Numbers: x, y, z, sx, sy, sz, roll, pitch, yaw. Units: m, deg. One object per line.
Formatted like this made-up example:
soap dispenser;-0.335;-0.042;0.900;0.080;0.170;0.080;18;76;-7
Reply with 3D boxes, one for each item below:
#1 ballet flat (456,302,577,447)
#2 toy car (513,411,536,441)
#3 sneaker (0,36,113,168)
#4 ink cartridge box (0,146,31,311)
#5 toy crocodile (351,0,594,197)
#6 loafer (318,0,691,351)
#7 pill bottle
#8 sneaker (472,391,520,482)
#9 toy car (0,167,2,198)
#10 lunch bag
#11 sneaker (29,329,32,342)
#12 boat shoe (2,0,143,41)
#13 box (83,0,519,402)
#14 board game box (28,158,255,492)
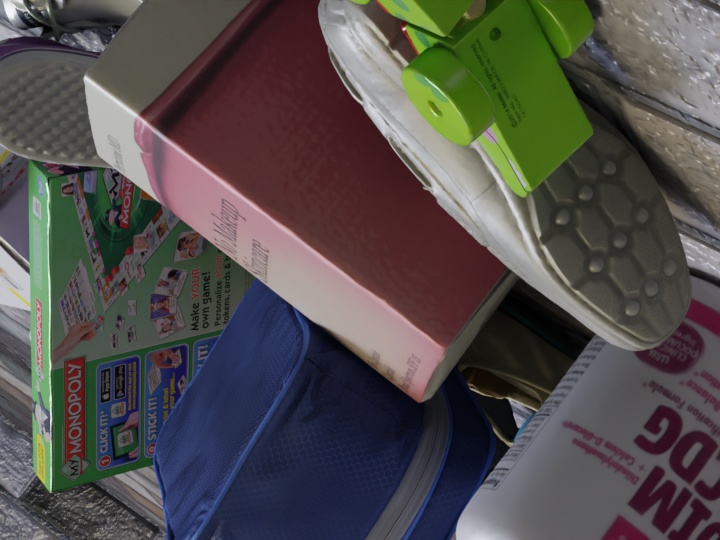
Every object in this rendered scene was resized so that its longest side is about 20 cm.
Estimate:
ballet flat;0.113;0.077;1.193;0.200;0.070;0.070;30;164;32
toy car;0.141;0.212;1.271;0.184;0.200;0.177;28;163;39
sneaker;-0.112;-0.083;1.190;0.200;0.073;0.114;18;-173;-23
ink cartridge box;-0.179;-0.054;1.369;0.083;0.145;0.200;44;165;-20
toy crocodile;0.026;-0.107;0.819;0.062;0.068;0.200;30;163;52
loafer;0.059;-0.048;0.923;0.200;0.070;0.070;51;160;-10
pill bottle;0.114;0.109;1.001;0.113;0.200;0.113;36;167;10
sneaker;0.076;0.121;1.359;0.200;0.076;0.091;43;-157;-47
toy car;-0.286;-0.091;1.259;0.175;0.150;0.200;-12;118;27
lunch bag;-0.016;0.094;1.145;0.132;0.136;0.200;30;-170;-15
sneaker;-0.158;-0.005;1.454;0.077;0.081;0.200;56;-159;-16
boat shoe;-0.152;-0.147;1.155;0.200;0.067;0.074;27;162;42
box;-0.014;-0.050;1.017;0.200;0.109;0.128;37;167;6
board game box;-0.120;0.020;1.276;0.029;0.134;0.201;41;135;49
